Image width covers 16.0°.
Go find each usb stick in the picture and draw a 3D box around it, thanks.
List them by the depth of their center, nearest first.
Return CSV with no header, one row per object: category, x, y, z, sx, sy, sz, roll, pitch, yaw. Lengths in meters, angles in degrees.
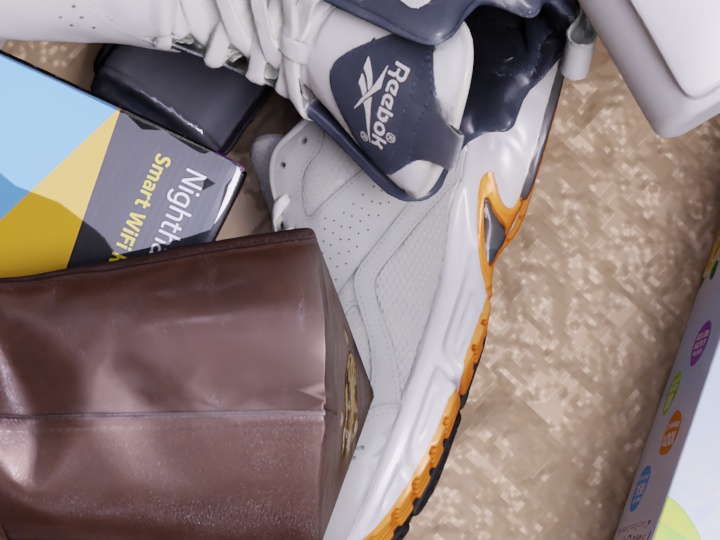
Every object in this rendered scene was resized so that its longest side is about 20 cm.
usb stick,-0.016,-0.124,0.864,0.055,0.033,0.200,34,76,8

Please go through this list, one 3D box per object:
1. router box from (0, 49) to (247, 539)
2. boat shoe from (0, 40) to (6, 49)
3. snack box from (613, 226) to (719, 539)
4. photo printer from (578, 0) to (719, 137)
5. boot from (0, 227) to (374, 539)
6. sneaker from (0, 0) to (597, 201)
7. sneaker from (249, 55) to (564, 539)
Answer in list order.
router box,-0.142,0.027,0.788,0.149,0.051,0.200,24,93,-2
boat shoe,-0.120,-0.150,0.844,0.068,0.072,0.200,25,87,-4
snack box,0.182,0.066,0.833,0.168,0.068,0.200,20,79,-3
photo printer,0.111,-0.164,0.753,0.166,0.069,0.200,-28,85,-2
boot,-0.092,0.083,0.741,0.200,0.064,0.187,-2,96,-7
sneaker,-0.020,-0.075,0.770,0.199,0.080,0.130,-6,47,-20
sneaker,0.000,0.000,0.829,0.092,0.076,0.200,17,70,4
